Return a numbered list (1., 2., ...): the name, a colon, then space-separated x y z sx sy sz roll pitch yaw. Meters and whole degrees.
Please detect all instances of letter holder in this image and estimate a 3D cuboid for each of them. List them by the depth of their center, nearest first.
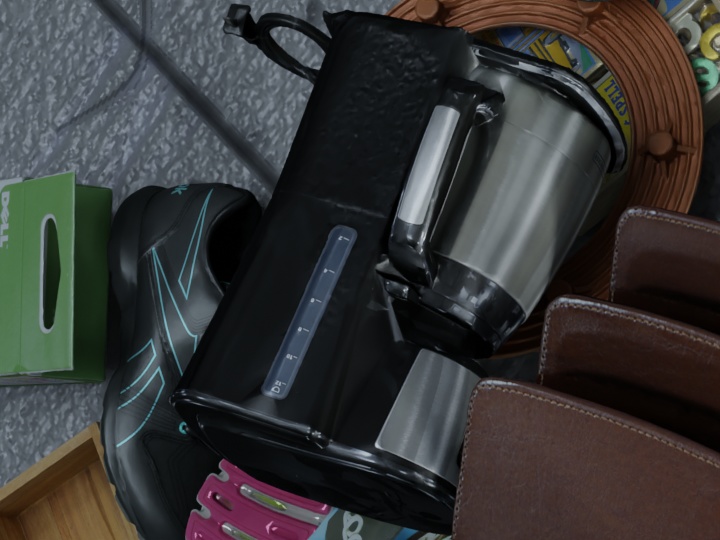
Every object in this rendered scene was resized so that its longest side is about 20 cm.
1. letter holder: 0.149 0.069 1.098 0.200 0.101 0.142 23 118 36

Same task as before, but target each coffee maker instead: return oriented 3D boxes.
1. coffee maker: 0.000 0.000 1.237 0.192 0.135 0.200 9 68 44

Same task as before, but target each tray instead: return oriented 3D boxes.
1. tray: -0.129 0.191 1.464 0.099 0.037 0.200 -35 64 27

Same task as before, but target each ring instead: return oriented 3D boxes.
1. ring: 0.063 -0.056 1.310 0.200 0.019 0.201 -7 70 21

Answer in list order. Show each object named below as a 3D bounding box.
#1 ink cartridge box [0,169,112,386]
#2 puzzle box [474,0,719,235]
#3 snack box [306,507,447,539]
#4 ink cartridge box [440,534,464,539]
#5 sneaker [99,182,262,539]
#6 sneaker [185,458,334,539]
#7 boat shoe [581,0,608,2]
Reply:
1. ink cartridge box: -0.180 0.007 1.479 0.200 0.059 0.104 -6 80 53
2. puzzle box: 0.101 -0.134 1.352 0.133 0.025 0.200 -42 62 24
3. snack box: -0.005 0.169 1.328 0.200 0.116 0.037 -50 58 20
4. ink cartridge box: 0.062 0.217 1.217 0.083 0.200 0.147 -30 65 2
5. sneaker: -0.085 0.049 1.429 0.079 0.075 0.200 -10 78 32
6. sneaker: -0.015 0.093 1.360 0.074 0.087 0.200 24 87 31
7. boat shoe: 0.071 -0.191 1.337 0.200 0.067 0.057 53 157 28
